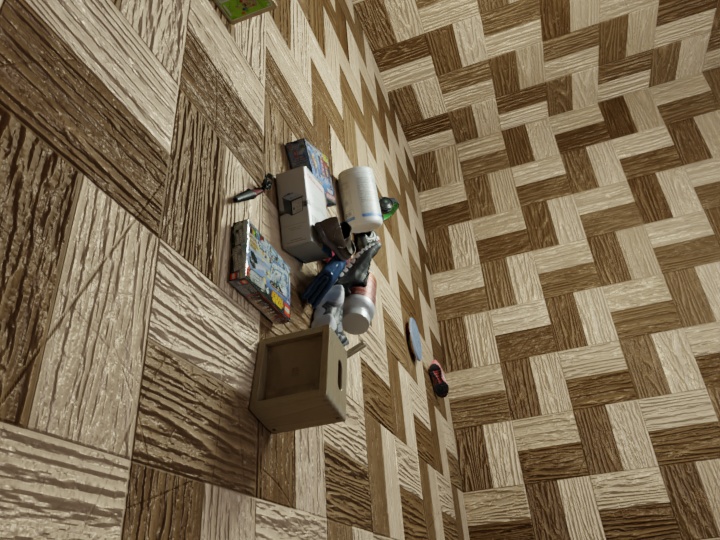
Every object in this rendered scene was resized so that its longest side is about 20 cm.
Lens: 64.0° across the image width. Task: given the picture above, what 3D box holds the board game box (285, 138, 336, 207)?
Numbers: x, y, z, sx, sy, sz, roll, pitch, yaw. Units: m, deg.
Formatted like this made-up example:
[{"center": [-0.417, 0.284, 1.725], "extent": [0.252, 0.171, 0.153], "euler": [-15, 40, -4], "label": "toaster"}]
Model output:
[{"center": [-0.133, -0.244, 1.632], "extent": [0.200, 0.061, 0.203], "euler": [18, 61, -73], "label": "board game box"}]

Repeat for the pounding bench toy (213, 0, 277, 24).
[{"center": [-0.291, -0.704, 1.303], "extent": [0.200, 0.122, 0.158], "euler": [41, 38, -66], "label": "pounding bench toy"}]

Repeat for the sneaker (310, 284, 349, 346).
[{"center": [-0.072, 0.134, 1.515], "extent": [0.201, 0.074, 0.115], "euler": [-75, 149, -51], "label": "sneaker"}]

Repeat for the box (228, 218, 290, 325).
[{"center": [-0.202, 0.008, 1.187], "extent": [0.200, 0.039, 0.139], "euler": [57, 24, -54], "label": "box"}]

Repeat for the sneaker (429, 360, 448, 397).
[{"center": [0.406, 0.548, 2.937], "extent": [0.087, 0.073, 0.203], "euler": [-60, 135, -71], "label": "sneaker"}]

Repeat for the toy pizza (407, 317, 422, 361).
[{"center": [0.243, 0.317, 2.633], "extent": [0.200, 0.031, 0.203], "euler": [-13, 90, -77], "label": "toy pizza"}]

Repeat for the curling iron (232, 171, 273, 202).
[{"center": [-0.234, -0.174, 1.242], "extent": [0.200, 0.025, 0.050], "euler": [-55, 167, -66], "label": "curling iron"}]

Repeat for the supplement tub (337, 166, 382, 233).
[{"center": [-0.002, -0.242, 1.989], "extent": [0.132, 0.130, 0.203], "euler": [26, 54, -71], "label": "supplement tub"}]

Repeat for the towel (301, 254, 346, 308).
[{"center": [-0.085, 0.018, 1.488], "extent": [0.048, 0.112, 0.200], "euler": [38, 19, -2], "label": "towel"}]

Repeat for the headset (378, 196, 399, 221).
[{"center": [0.089, -0.234, 2.364], "extent": [0.199, 0.124, 0.094], "euler": [-12, 59, -48], "label": "headset"}]

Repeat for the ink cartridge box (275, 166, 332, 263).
[{"center": [-0.141, -0.137, 1.456], "extent": [0.146, 0.085, 0.203], "euler": [41, 38, -67], "label": "ink cartridge box"}]

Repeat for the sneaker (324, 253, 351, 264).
[{"center": [-0.086, -0.047, 1.668], "extent": [0.087, 0.073, 0.202], "euler": [-52, 144, -31], "label": "sneaker"}]

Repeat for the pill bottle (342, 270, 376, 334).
[{"center": [-0.009, 0.091, 1.708], "extent": [0.201, 0.111, 0.113], "euler": [-84, 156, -52], "label": "pill bottle"}]

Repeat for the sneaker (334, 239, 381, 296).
[{"center": [0.000, 0.000, 1.659], "extent": [0.091, 0.200, 0.067], "euler": [46, -17, 4], "label": "sneaker"}]

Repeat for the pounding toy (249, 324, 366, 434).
[{"center": [-0.095, 0.204, 1.138], "extent": [0.143, 0.181, 0.202], "euler": [62, 20, -43], "label": "pounding toy"}]

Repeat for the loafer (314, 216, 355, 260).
[{"center": [-0.046, -0.080, 1.437], "extent": [0.074, 0.070, 0.200], "euler": [65, 11, 18], "label": "loafer"}]

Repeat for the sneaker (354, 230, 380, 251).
[{"center": [0.025, -0.122, 2.105], "extent": [0.201, 0.070, 0.099], "euler": [-64, 141, -66], "label": "sneaker"}]
